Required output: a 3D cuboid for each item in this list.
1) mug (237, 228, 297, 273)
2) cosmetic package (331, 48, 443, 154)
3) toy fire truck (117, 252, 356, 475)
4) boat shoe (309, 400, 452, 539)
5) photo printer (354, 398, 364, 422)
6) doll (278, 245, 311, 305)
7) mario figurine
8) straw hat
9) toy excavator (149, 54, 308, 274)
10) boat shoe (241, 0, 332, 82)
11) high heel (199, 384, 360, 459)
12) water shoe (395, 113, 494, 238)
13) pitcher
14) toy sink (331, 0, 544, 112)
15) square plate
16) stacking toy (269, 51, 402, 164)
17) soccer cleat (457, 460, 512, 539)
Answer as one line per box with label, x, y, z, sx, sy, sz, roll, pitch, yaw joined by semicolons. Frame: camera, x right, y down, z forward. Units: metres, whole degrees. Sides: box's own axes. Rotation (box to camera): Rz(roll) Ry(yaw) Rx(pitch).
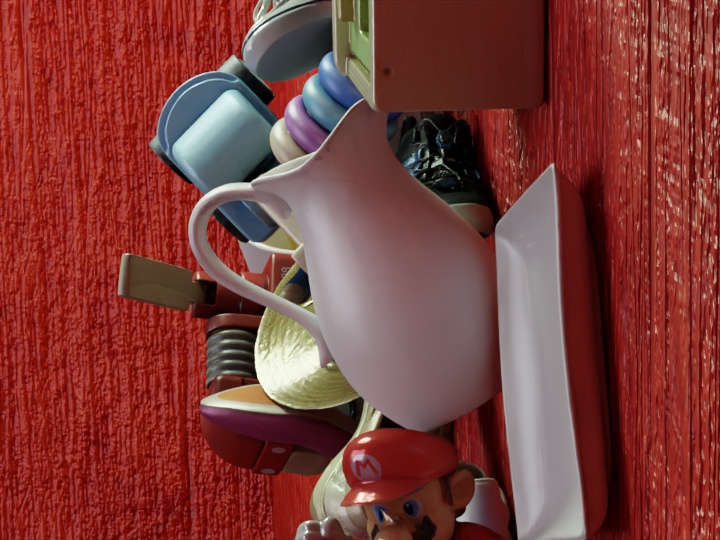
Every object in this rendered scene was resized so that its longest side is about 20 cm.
mug;-0.019;-0.013;2.089;0.149;0.186;0.154;34;145;40
cosmetic package;0.015;-0.114;1.829;0.200;0.081;0.113;99;168;-64
toy fire truck;-0.105;0.063;1.881;0.129;0.199;0.177;118;156;-61
boat shoe;0.035;0.106;1.616;0.065;0.072;0.200;-30;22;52
photo printer;0.019;0.154;1.953;0.200;0.069;0.167;94;171;-45
doll;0.000;0.000;1.730;0.200;0.136;0.049;23;137;63
mario figurine;0.038;0.190;1.432;0.201;0.123;0.106;66;168;-21
straw hat;0.018;0.051;1.803;0.085;0.201;0.201;41;-156;-34
toy excavator;-0.076;-0.065;1.727;0.194;0.100;0.200;46;-175;1
boat shoe;-0.043;-0.214;1.826;0.086;0.202;0.075;44;131;13
high heel;-0.029;0.145;1.811;0.067;0.199;0.096;-101;16;-71
water shoe;0.048;-0.068;1.600;0.200;0.071;0.079;-130;40;-79
pitcher;-0.001;0.008;1.470;0.200;0.171;0.121;59;-158;-5
toy sink;0.041;-0.179;1.431;0.200;0.112;0.131;-114;23;-73
square plate;0.109;0.055;1.306;0.198;0.028;0.201;122;145;-80
stacking toy;0.014;-0.152;1.643;0.200;0.085;0.085;-60;22;26
soccer cleat;0.065;0.168;1.600;0.200;0.069;0.078;-172;84;-76
